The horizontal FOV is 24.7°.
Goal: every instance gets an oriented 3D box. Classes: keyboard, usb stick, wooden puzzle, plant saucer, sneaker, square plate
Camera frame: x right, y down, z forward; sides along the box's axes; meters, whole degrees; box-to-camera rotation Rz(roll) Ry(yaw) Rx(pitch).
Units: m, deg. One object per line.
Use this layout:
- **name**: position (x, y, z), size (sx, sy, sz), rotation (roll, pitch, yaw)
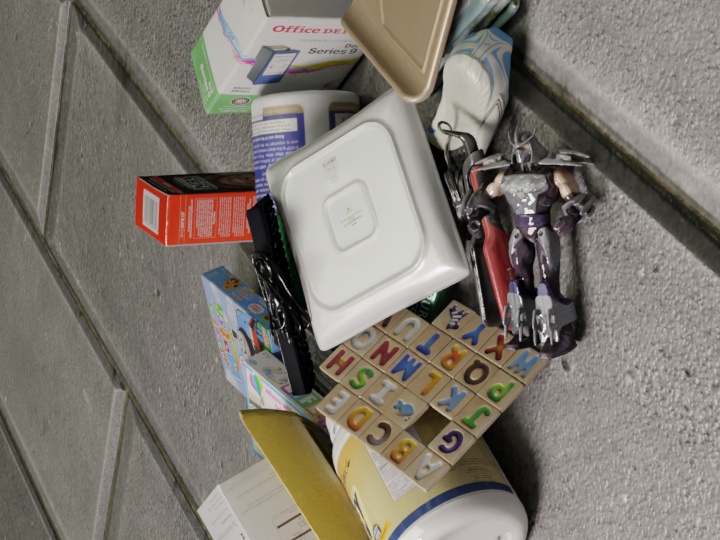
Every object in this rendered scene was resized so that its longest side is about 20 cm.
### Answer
- **keyboard**: position (-0.067, 0.028, 1.627), size (0.104, 0.039, 0.202), rotation (-56, -47, -71)
- **usb stick**: position (-0.024, 0.113, 1.780), size (0.200, 0.032, 0.056), rotation (41, 123, 32)
- **wooden puzzle**: position (0.053, -0.284, 1.544), size (0.185, 0.037, 0.202), rotation (55, 134, 48)
- **plant saucer**: position (-0.038, 0.220, 1.672), size (0.201, 0.048, 0.200), rotation (56, 180, 11)
- **sneaker**: position (0.103, -0.144, 1.542), size (0.072, 0.072, 0.201), rotation (41, 147, 17)
- **square plate**: position (-0.003, -0.050, 1.577), size (0.199, 0.028, 0.200), rotation (-29, 72, 35)

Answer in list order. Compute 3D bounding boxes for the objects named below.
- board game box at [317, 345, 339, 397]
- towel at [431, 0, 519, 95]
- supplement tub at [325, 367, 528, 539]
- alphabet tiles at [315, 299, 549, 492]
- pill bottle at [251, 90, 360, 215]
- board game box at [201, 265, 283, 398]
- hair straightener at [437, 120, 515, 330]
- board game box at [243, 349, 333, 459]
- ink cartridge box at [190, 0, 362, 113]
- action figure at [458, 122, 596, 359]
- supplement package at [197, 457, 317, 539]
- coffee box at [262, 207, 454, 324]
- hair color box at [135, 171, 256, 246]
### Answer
- **board game box**: position (-0.037, 0.065, 1.841), size (0.200, 0.039, 0.160), rotation (-29, 68, 60)
- **towel**: position (0.082, -0.284, 1.569), size (0.200, 0.048, 0.173), rotation (-42, 54, 56)
- **supplement tub**: position (0.058, 0.197, 1.571), size (0.201, 0.143, 0.145), rotation (60, 143, 39)
- **alphabet tiles**: position (0.055, 0.099, 1.541), size (0.199, 0.167, 0.008), rotation (32, 162, 43)
- **pill bottle**: position (-0.054, -0.087, 1.769), size (0.119, 0.119, 0.203), rotation (-3, 90, 62)
- **board game box**: position (-0.124, 0.097, 1.974), size (0.200, 0.036, 0.153), rotation (35, 142, 57)
- **hair straightener**: position (0.100, -0.042, 1.517), size (0.077, 0.041, 0.202), rotation (0, 112, 60)
- **board game box**: position (-0.058, 0.194, 1.835), size (0.200, 0.034, 0.136), rotation (36, 140, 42)
- **ink cartridge box**: position (-0.079, -0.253, 1.768), size (0.200, 0.144, 0.088), rotation (-48, 52, 54)
- **action figure**: position (0.151, -0.029, 1.438), size (0.129, 0.069, 0.202), rotation (3, 104, 46)
- **supplement package**: position (-0.075, 0.309, 1.800), size (0.201, 0.109, 0.114), rotation (58, 153, 11)
- **coffee box**: position (0.000, 0.000, 1.658), size (0.199, 0.044, 0.124), rotation (24, 117, 24)
- **hair color box**: position (-0.144, -0.072, 1.857), size (0.101, 0.198, 0.062), rotation (29, 118, 57)
